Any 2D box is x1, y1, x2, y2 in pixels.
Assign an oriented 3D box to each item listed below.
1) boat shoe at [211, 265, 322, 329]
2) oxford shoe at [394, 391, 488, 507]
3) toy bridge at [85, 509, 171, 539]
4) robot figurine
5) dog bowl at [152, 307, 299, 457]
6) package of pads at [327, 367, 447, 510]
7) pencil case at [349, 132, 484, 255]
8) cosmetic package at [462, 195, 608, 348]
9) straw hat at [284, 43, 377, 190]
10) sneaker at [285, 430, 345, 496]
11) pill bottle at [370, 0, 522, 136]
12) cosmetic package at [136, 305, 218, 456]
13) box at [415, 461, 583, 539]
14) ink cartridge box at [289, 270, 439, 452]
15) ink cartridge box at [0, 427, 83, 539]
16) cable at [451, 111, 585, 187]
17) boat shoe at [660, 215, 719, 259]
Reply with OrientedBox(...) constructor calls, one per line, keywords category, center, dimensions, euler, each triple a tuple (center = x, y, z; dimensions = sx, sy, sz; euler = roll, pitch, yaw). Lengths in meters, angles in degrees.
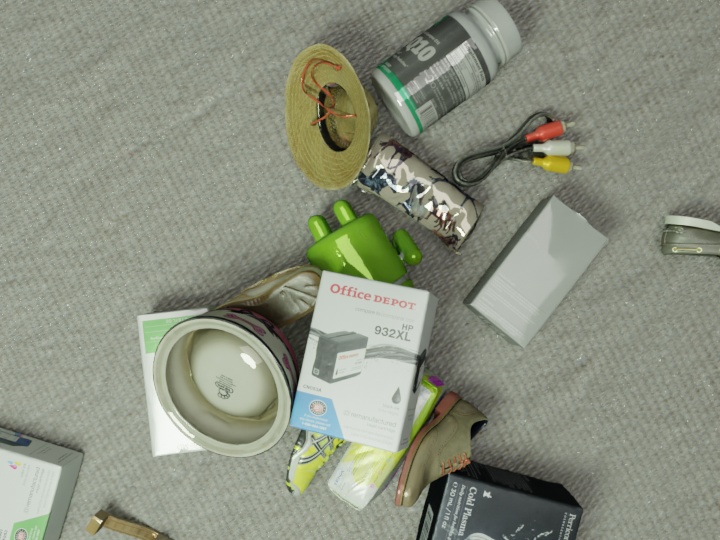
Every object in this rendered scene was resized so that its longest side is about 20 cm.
OrientedBox(category="boat shoe", center=(-0.132, 0.053, 1.065), dimensions=(0.198, 0.066, 0.075), euler=(-23, 104, 13))
OrientedBox(category="oxford shoe", center=(0.111, 0.244, 1.044), dimensions=(0.074, 0.071, 0.200), euler=(24, 46, 19))
OrientedBox(category="toy bridge", center=(-0.301, 0.408, 1.138), dimensions=(0.199, 0.067, 0.027), euler=(29, 91, 1))
OrientedBox(category="robot figurine", center=(0.000, 0.000, 1.108), dimensions=(0.174, 0.116, 0.201), euler=(-31, 91, 2))
OrientedBox(category="dog bowl", center=(-0.168, 0.139, 1.019), dimensions=(0.198, 0.074, 0.202), euler=(7, 113, 17))
OrientedBox(category="package of pads", center=(0.043, 0.230, 1.089), dimensions=(0.068, 0.154, 0.201), euler=(32, 91, 14))
OrientedBox(category="pencil case", center=(0.086, -0.108, 1.127), dimensions=(0.199, 0.078, 0.090), euler=(35, 108, 0))
OrientedBox(category="cosmetic package", center=(0.251, 0.001, 1.126), dimensions=(0.107, 0.090, 0.200), euler=(40, 88, 0))
OrientedBox(category="straw hat", center=(-0.021, -0.222, 1.117), dimensions=(0.085, 0.200, 0.203), euler=(-16, 91, -41))
OrientedBox(category="sneaker", center=(-0.049, 0.240, 1.133), dimensions=(0.076, 0.075, 0.202), euler=(24, 92, 1))
OrientedBox(category="pill bottle", center=(0.123, -0.292, 1.106), dimensions=(0.199, 0.113, 0.114), euler=(-36, 91, 0))
OrientedBox(category="cosmetic package", center=(-0.254, 0.157, 1.127), dimensions=(0.106, 0.085, 0.202), euler=(-7, 90, -3))
OrientedBox(category="box", center=(0.186, 0.393, 1.113), dimensions=(0.195, 0.124, 0.202), euler=(14, 91, -2))
OrientedBox(category="ink cartridge box", center=(0.006, 0.113, 0.991), dimensions=(0.144, 0.084, 0.202), euler=(11, 85, 14))
OrientedBox(category="ink cartridge box", center=(-0.529, 0.314, 1.127), dimensions=(0.198, 0.088, 0.147), euler=(17, 91, 1))
OrientedBox(category="cable", center=(0.226, -0.178, 1.125), dimensions=(0.198, 0.050, 0.098), euler=(-10, 90, -15))
OrientedBox(category="boat shoe", center=(0.540, -0.032, 1.133), dimensions=(0.200, 0.072, 0.061), euler=(13, 92, 6))
